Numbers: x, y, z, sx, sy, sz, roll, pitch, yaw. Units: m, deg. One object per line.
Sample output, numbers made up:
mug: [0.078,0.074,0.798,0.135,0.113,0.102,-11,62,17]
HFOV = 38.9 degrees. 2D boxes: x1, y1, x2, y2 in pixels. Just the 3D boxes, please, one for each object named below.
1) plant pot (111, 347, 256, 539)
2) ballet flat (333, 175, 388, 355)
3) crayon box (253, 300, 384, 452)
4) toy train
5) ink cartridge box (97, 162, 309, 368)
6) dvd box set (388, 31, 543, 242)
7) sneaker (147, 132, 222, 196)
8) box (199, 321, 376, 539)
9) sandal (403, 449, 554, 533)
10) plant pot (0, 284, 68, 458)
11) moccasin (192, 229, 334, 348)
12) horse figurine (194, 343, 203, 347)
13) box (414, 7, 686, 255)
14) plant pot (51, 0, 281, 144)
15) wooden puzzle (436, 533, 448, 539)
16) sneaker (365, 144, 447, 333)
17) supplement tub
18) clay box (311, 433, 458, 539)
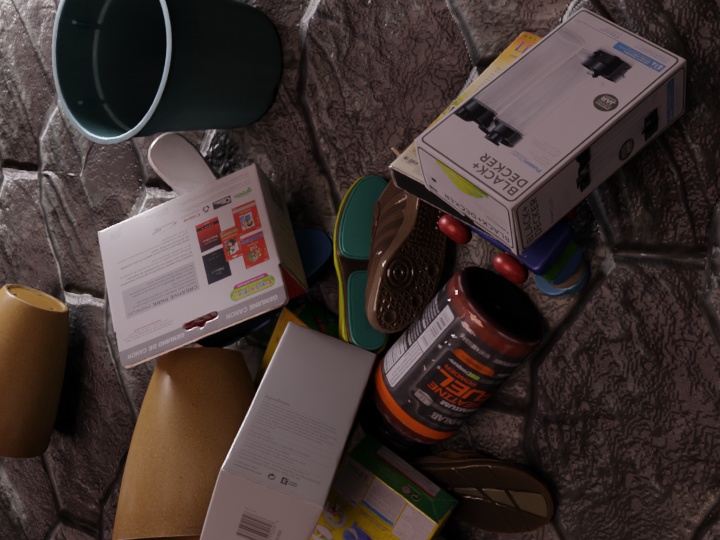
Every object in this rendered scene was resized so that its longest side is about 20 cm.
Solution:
plant pot: [-0.175,0.191,1.109,0.186,0.186,0.201,-17,70,38]
ballet flat: [0.000,0.000,1.076,0.067,0.067,0.201,126,148,-69]
crayon box: [-0.064,0.151,1.152,0.119,0.058,0.200,36,115,31]
toy train: [0.123,-0.051,0.957,0.200,0.116,0.085,38,91,36]
ink cartridge box: [-0.168,0.009,1.102,0.199,0.084,0.176,-22,61,10]
dvd box set: [0.143,-0.120,0.897,0.146,0.200,0.029,30,156,32]
sneaker: [-0.175,-0.077,1.222,0.075,0.088,0.200,-36,92,-6]
box: [-0.067,0.169,0.978,0.097,0.200,0.125,21,131,1]
sandal: [0.098,0.216,1.028,0.199,0.055,0.082,-5,113,30]
plant pot: [-0.489,0.129,1.421,0.186,0.186,0.200,29,98,33]
moccasin: [-0.110,0.020,1.167,0.200,0.068,0.081,-30,60,13]
horse figurine: [-0.208,0.024,1.255,0.132,0.050,0.200,-40,60,15]
box: [0.157,-0.118,0.833,0.200,0.060,0.117,-39,54,-14]
plant pot: [-0.207,-0.239,1.146,0.200,0.196,0.201,4,96,37]
wooden puzzle: [0.032,0.338,1.110,0.185,0.037,0.201,33,117,32]
sneaker: [0.044,-0.034,1.033,0.075,0.070,0.201,8,75,57]
supplement tub: [0.081,0.098,1.003,0.107,0.107,0.200,52,123,23]
clay box: [0.008,0.274,1.039,0.115,0.048,0.200,35,127,15]
